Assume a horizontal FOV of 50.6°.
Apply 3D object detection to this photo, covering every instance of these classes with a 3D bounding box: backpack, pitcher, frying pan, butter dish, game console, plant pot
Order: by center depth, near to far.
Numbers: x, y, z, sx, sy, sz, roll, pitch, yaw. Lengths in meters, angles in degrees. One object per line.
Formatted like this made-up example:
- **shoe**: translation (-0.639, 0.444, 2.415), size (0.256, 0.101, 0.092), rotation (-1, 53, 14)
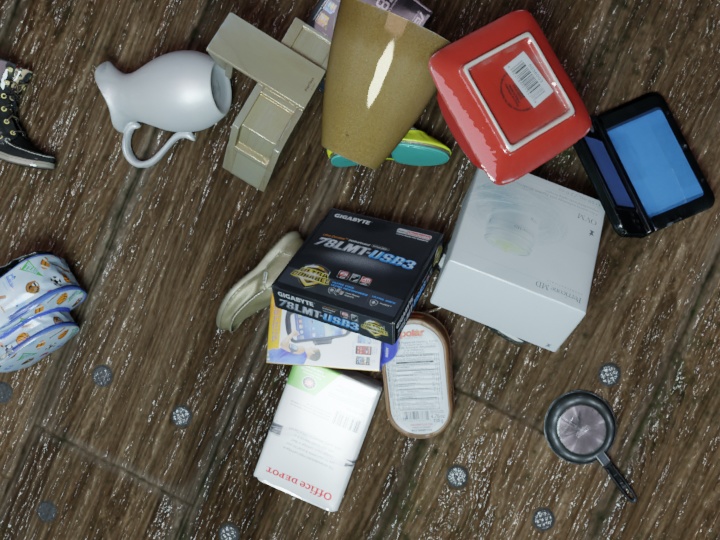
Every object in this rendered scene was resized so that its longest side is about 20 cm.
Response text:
- **butter dish**: translation (0.191, -0.227, 1.079), size (0.197, 0.148, 0.202), rotation (-31, 89, -20)
- **plant pot**: translation (0.019, -0.259, 1.102), size (0.183, 0.186, 0.203), rotation (25, 102, 5)
- **game console**: translation (0.408, -0.162, 1.116), size (0.116, 0.174, 0.203), rotation (-31, 73, 32)
- **frying pan**: translation (0.355, 0.285, 1.192), size (0.113, 0.031, 0.194), rotation (-15, 87, 7)
- **backpack**: translation (-0.532, 0.062, 1.200), size (0.190, 0.200, 0.155), rotation (-42, 92, -2)
- **pitcher**: translation (-0.305, -0.255, 1.211), size (0.196, 0.122, 0.175), rotation (-2, 112, 15)

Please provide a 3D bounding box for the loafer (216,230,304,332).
- **loafer**: translation (-0.151, 0.027, 1.211), size (0.067, 0.076, 0.201), rotation (42, 95, 10)

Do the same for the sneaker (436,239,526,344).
- **sneaker**: translation (0.196, 0.031, 1.179), size (0.079, 0.074, 0.201), rotation (-40, 87, 0)

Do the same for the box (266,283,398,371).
- **box**: translation (-0.040, 0.086, 1.145), size (0.195, 0.041, 0.122), rotation (3, 83, 9)

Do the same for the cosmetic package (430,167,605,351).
- **cosmetic package**: translation (0.229, -0.025, 1.101), size (0.196, 0.124, 0.203), rotation (20, 59, 3)

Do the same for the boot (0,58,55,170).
- **boot**: translation (-0.576, -0.261, 1.252), size (0.197, 0.073, 0.153), rotation (22, 93, 10)

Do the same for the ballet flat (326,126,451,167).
- **ballet flat**: translation (0.044, -0.204, 1.196), size (0.195, 0.067, 0.068), rotation (-1, 69, 7)

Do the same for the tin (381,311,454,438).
- **tin**: translation (0.090, 0.166, 1.186), size (0.109, 0.042, 0.205), rotation (-5, 104, 7)

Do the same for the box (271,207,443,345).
- **box**: translation (0.000, 0.000, 1.123), size (0.196, 0.200, 0.050), rotation (16, 137, 21)

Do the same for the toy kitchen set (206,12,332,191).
- **toy kitchen set**: translation (-0.160, -0.272, 1.169), size (0.161, 0.180, 0.203), rotation (30, 71, -7)

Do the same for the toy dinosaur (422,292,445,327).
- **toy dinosaur**: translation (0.062, 0.065, 1.199), size (0.199, 0.058, 0.102), rotation (37, 96, 4)

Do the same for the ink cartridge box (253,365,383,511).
- **ink cartridge box**: translation (-0.064, 0.251, 1.202), size (0.143, 0.084, 0.204), rotation (21, 93, 5)

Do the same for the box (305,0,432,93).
- **box**: translation (-0.005, -0.365, 1.201), size (0.160, 0.049, 0.202), rotation (36, 94, 0)
